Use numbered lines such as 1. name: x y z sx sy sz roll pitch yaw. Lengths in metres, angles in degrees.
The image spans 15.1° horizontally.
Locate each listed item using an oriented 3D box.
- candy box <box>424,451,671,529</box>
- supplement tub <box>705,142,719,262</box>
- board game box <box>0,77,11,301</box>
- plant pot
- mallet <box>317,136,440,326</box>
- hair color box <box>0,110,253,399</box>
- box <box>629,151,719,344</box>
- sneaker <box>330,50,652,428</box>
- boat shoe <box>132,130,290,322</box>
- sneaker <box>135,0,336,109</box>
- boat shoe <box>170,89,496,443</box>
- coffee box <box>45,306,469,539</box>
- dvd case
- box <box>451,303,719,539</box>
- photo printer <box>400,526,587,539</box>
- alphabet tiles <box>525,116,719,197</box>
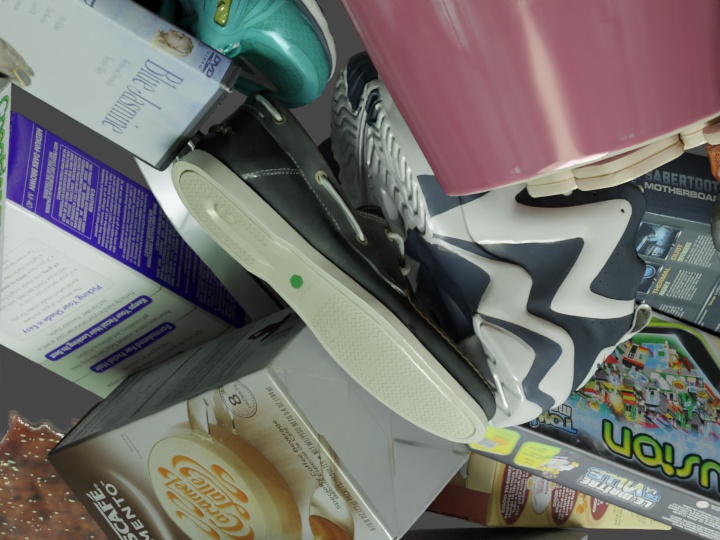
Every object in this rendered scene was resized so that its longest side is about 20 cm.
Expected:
1. candy box: 0.082 0.109 1.518 0.115 0.056 0.199 9 180 36
2. supplement tub: 0.250 0.013 1.353 0.122 0.123 0.201 -18 102 23
3. board game box: -0.243 -0.028 1.380 0.125 0.035 0.201 21 130 14
4. plant pot: 0.069 -0.135 1.122 0.199 0.180 0.200 -17 -175 2
5. mallet: 0.028 0.003 1.468 0.041 0.066 0.200 -29 140 2
6. hair color box: -0.147 0.003 1.473 0.199 0.065 0.109 32 135 -32
7. box: 0.165 0.016 1.492 0.156 0.051 0.201 10 142 -9
8. sneaker: 0.077 -0.034 1.360 0.129 0.200 0.080 -25 167 -29
9. boat shoe: -0.054 -0.028 1.417 0.068 0.074 0.200 -33 115 7
10. sneaker: -0.090 -0.128 1.285 0.077 0.080 0.200 -26 136 31
11. boat shoe: 0.000 0.000 1.306 0.200 0.068 0.072 46 152 -7
12. coffee box: -0.056 0.096 1.411 0.199 0.080 0.115 -24 107 48
13. dvd case: -0.159 -0.119 1.263 0.199 0.018 0.143 30 160 -8
14. box: 0.145 0.072 1.434 0.199 0.111 0.035 21 140 -19
15. photo printer: 0.034 0.183 1.411 0.165 0.070 0.200 -3 -176 14
16. alphabet tiles: 0.172 -0.081 1.215 0.199 0.015 0.195 -27 -172 -20
